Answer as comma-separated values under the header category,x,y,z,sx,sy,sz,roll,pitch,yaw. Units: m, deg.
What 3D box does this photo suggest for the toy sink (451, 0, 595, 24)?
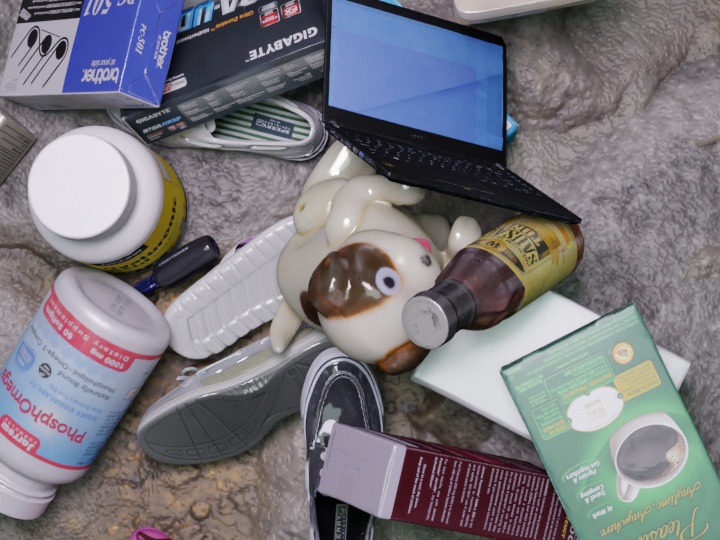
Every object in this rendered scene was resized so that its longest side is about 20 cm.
category,x,y,z,sx,sy,sz,roll,pitch,yaw
toy sink,0.130,-0.279,1.489,0.129,0.112,0.202,-11,66,3

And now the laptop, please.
category,x,y,z,sx,sy,sz,roll,pitch,yaw
laptop,0.070,-0.129,1.395,0.176,0.200,0.104,11,106,-28

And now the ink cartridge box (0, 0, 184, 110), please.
category,x,y,z,sx,sy,sz,roll,pitch,yaw
ink cartridge box,-0.227,-0.185,1.497,0.044,0.199,0.095,18,82,-39

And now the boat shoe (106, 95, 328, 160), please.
category,x,y,z,sx,sy,sz,roll,pitch,yaw
boat shoe,-0.126,-0.141,1.540,0.198,0.067,0.074,7,86,5

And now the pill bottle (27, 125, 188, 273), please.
category,x,y,z,sx,sy,sz,roll,pitch,yaw
pill bottle,-0.210,-0.058,1.474,0.110,0.200,0.112,0,86,5

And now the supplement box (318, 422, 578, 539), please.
category,x,y,z,sx,sy,sz,roll,pitch,yaw
supplement box,0.079,0.175,1.439,0.199,0.109,0.061,13,88,-28

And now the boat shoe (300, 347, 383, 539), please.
category,x,y,z,sx,sy,sz,roll,pitch,yaw
boat shoe,-0.016,0.167,1.485,0.071,0.068,0.202,3,102,-6

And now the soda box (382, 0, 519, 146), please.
category,x,y,z,sx,sy,sz,roll,pitch,yaw
soda box,0.044,-0.167,1.530,0.064,0.068,0.200,-43,84,-2

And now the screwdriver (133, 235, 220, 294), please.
category,x,y,z,sx,sy,sz,roll,pitch,yaw
screwdriver,-0.207,0.023,1.545,0.199,0.028,0.029,-26,69,16

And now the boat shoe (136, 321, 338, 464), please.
category,x,y,z,sx,sy,sz,roll,pitch,yaw
boat shoe,-0.098,0.099,1.528,0.201,0.065,0.075,-29,123,5

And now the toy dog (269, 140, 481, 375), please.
category,x,y,z,sx,sy,sz,roll,pitch,yaw
toy dog,0.000,0.000,1.412,0.193,0.200,0.140,-36,110,0

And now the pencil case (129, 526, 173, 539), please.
category,x,y,z,sx,sy,sz,roll,pitch,yaw
pencil case,-0.213,0.312,1.502,0.090,0.094,0.201,36,88,6

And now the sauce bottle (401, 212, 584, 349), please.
category,x,y,z,sx,sy,sz,roll,pitch,yaw
sauce bottle,0.100,0.007,1.348,0.066,0.200,0.067,12,115,28

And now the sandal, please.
category,x,y,z,sx,sy,sz,roll,pitch,yaw
sandal,-0.081,0.002,1.532,0.201,0.050,0.083,-26,112,1

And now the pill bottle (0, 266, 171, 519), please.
category,x,y,z,sx,sy,sz,roll,pitch,yaw
pill bottle,-0.251,0.105,1.499,0.108,0.109,0.201,35,104,6

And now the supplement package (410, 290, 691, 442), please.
category,x,y,z,sx,sy,sz,roll,pitch,yaw
supplement package,0.154,0.082,1.480,0.199,0.117,0.118,28,89,4

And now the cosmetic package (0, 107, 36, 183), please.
category,x,y,z,sx,sy,sz,roll,pitch,yaw
cosmetic package,-0.382,-0.070,1.537,0.087,0.103,0.200,38,88,7

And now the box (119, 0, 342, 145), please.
category,x,y,z,sx,sy,sz,roll,pitch,yaw
box,-0.111,-0.211,1.504,0.198,0.046,0.160,-19,58,15

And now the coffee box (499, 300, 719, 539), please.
category,x,y,z,sx,sy,sz,roll,pitch,yaw
coffee box,0.202,0.141,1.393,0.122,0.044,0.201,-27,86,3
